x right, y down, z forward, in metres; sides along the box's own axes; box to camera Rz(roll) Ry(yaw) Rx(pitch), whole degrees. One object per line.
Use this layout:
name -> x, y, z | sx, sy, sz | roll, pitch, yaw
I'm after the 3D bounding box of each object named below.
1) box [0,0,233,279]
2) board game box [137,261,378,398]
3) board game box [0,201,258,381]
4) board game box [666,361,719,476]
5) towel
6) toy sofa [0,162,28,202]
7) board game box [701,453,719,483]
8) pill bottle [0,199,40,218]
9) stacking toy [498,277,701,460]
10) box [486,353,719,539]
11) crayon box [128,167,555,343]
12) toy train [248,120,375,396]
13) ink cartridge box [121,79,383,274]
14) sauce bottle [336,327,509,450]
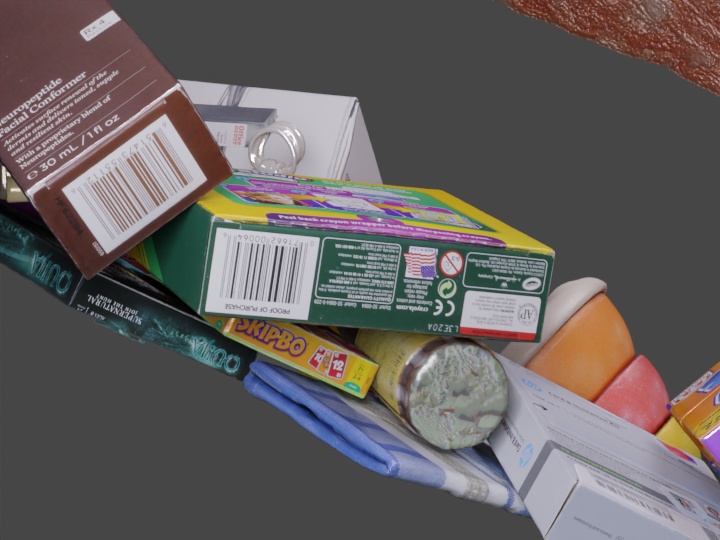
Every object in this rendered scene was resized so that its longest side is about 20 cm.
box -> -0.159, -0.094, 1.306 | 0.200, 0.100, 0.075 | 47, -9, 49
board game box -> -0.066, 0.022, 1.421 | 0.095, 0.030, 0.200 | 26, 0, -24
board game box -> -0.162, 0.004, 1.439 | 0.135, 0.028, 0.200 | 26, 1, -38
board game box -> 0.312, 0.097, 1.324 | 0.200, 0.200, 0.200 | 51, 3, 0
towel -> 0.041, 0.106, 1.366 | 0.199, 0.024, 0.147 | 20, 7, -43
toy sofa -> -0.181, -0.060, 1.492 | 0.082, 0.099, 0.200 | -1, 3, -10
board game box -> 0.268, 0.165, 1.529 | 0.135, 0.029, 0.200 | 57, 2, -2
pill bottle -> -0.207, -0.079, 1.847 | 0.199, 0.113, 0.112 | 24, 2, -18
stacking toy -> 0.166, 0.116, 1.529 | 0.200, 0.146, 0.146 | 42, 6, 10
box -> 0.151, 0.126, 1.353 | 0.155, 0.041, 0.200 | 27, 12, -18
crayon box -> -0.018, -0.012, 1.350 | 0.198, 0.059, 0.172 | 6, 10, -21
toy train -> 0.000, 0.000, 1.537 | 0.199, 0.151, 0.056 | 35, 11, 12
ink cartridge box -> -0.090, -0.058, 1.679 | 0.198, 0.085, 0.146 | 8, -28, 16
sauce bottle -> 0.027, 0.046, 1.404 | 0.064, 0.065, 0.200 | 24, 7, -21
